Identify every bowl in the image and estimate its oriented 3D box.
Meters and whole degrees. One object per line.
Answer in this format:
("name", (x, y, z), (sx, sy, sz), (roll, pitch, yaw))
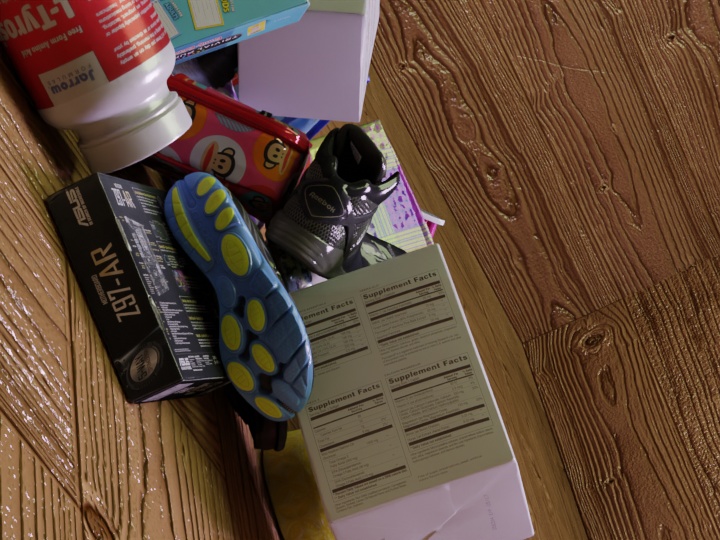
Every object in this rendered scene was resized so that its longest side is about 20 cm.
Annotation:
("bowl", (0.007, 0.214, 1.703), (0.200, 0.107, 0.201), (-24, 90, -82))

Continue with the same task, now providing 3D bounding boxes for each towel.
("towel", (-0.002, -0.028, 1.815), (0.023, 0.143, 0.201), (-28, -98, 59))

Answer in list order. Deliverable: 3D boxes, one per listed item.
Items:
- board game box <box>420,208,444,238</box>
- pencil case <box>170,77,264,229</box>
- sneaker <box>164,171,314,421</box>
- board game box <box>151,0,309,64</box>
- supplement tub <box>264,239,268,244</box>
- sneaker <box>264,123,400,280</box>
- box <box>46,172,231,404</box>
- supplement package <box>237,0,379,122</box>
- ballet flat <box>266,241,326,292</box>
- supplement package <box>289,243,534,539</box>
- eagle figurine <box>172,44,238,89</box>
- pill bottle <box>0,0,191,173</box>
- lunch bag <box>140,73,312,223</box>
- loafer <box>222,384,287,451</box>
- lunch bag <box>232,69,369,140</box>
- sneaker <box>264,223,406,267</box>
("board game box", (-0.042, -0.086, 1.933), (0.199, 0.026, 0.200), (19, 5, -24))
("pencil case", (-0.141, -0.113, 1.814), (0.086, 0.084, 0.200), (90, -13, -52))
("sneaker", (-0.083, 0.017, 1.513), (0.200, 0.071, 0.083), (65, 14, 13))
("board game box", (-0.163, -0.246, 1.621), (0.151, 0.199, 0.047), (67, -18, 6))
("supplement tub", (-0.013, 0.048, 1.933), (0.200, 0.140, 0.141), (56, 12, -47))
("sneaker", (-0.012, -0.050, 1.607), (0.076, 0.114, 0.199), (37, 0, 10))
("box", (-0.153, 0.015, 1.472), (0.200, 0.043, 0.161), (8, 58, -81))
("supplement package", (-0.045, -0.242, 1.843), (0.200, 0.116, 0.118), (-80, 175, -52))
("ballet flat", (-0.053, 0.034, 1.714), (0.200, 0.074, 0.074), (100, -25, -57))
("supplement package", (0.030, 0.118, 1.568), (0.152, 0.150, 0.200), (72, 0, -59))
("eagle figurine", (-0.172, -0.233, 1.747), (0.200, 0.150, 0.152), (172, -89, -85))
("pill bottle", (-0.205, -0.177, 1.454), (0.200, 0.112, 0.112), (63, 9, -16))
("lunch bag", (-0.130, -0.104, 1.632), (0.176, 0.082, 0.200), (23, -3, 1))
("loafer", (-0.105, 0.064, 1.647), (0.072, 0.063, 0.201), (105, -23, -52))
("lunch bag", (-0.081, -0.217, 2.025), (0.094, 0.200, 0.151), (-9, 71, -44))
("sneaker", (0.000, 0.000, 1.768), (0.200, 0.076, 0.088), (46, 32, -3))
